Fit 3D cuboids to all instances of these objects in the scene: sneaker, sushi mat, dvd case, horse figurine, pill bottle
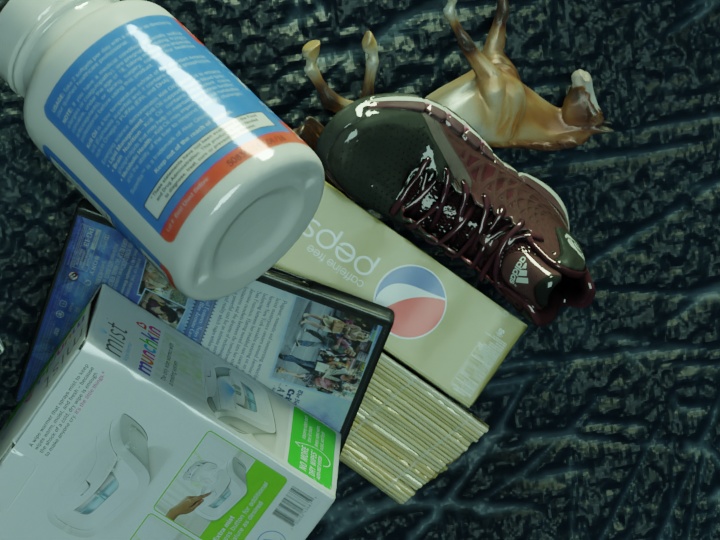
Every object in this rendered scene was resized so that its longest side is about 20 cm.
[{"bbox_3d":[0.071,-0.030,1.622,0.200,0.116,0.076,23,112,-37],"label":"sneaker"},{"bbox_3d":[-0.025,0.066,1.676,0.200,0.012,0.096,35,129,-11],"label":"sushi mat"},{"bbox_3d":[-0.095,0.051,1.649,0.200,0.018,0.143,20,117,-3],"label":"dvd case"},{"bbox_3d":[0.045,-0.102,1.674,0.200,0.050,0.133,-28,117,-14],"label":"horse figurine"},{"bbox_3d":[-0.123,-0.086,1.588,0.112,0.112,0.200,-44,68,-3],"label":"pill bottle"}]

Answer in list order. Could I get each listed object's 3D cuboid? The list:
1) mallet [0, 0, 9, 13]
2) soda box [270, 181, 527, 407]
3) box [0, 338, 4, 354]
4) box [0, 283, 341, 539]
[{"bbox_3d":[-0.220,-0.222,1.586,0.066,0.041,0.200,2,127,-7],"label":"mallet"},{"bbox_3d":[0.000,0.000,1.674,0.200,0.068,0.064,36,89,-11],"label":"soda box"},{"bbox_3d":[-0.288,0.002,1.559,0.107,0.200,0.149,-34,101,-5],"label":"box"},{"bbox_3d":[-0.139,0.144,1.624,0.176,0.097,0.200,32,109,-10],"label":"box"}]
